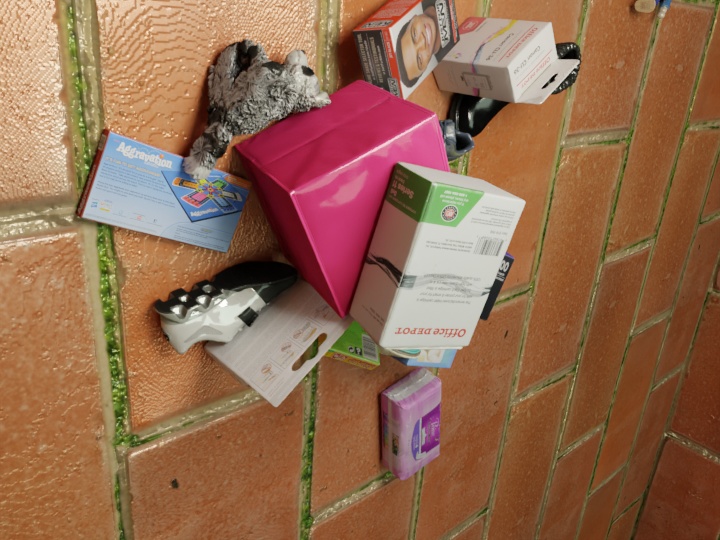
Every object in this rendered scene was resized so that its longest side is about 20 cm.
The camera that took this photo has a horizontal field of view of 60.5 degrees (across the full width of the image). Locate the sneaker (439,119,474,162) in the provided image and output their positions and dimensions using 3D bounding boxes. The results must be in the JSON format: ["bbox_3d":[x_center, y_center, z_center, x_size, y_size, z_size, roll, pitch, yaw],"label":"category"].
[{"bbox_3d":[0.104,-0.214,0.969,0.199,0.081,0.074,1,77,-49],"label":"sneaker"}]

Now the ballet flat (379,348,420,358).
[{"bbox_3d":[0.004,0.087,0.985,0.062,0.199,0.068,-50,-169,44],"label":"ballet flat"}]

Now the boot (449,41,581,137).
[{"bbox_3d":[0.256,-0.300,1.033,0.079,0.157,0.212,38,81,-47],"label":"boot"}]

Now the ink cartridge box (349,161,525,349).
[{"bbox_3d":[0.088,-0.012,0.736,0.146,0.083,0.201,6,112,-34],"label":"ink cartridge box"}]

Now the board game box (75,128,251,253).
[{"bbox_3d":[-0.232,-0.090,0.756,0.199,0.019,0.104,16,99,-47],"label":"board game box"}]

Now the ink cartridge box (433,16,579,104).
[{"bbox_3d":[0.220,-0.327,0.954,0.117,0.199,0.068,-47,135,-17],"label":"ink cartridge box"}]

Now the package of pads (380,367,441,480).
[{"bbox_3d":[0.102,0.305,1.236,0.120,0.075,0.201,-24,124,-34],"label":"package of pads"}]

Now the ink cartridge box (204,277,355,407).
[{"bbox_3d":[-0.104,0.093,0.837,0.163,0.199,0.057,-47,135,-17],"label":"ink cartridge box"}]

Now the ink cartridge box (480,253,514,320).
[{"bbox_3d":[0.231,-0.010,1.236,0.198,0.043,0.201,17,95,-47],"label":"ink cartridge box"}]

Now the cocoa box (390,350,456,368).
[{"bbox_3d":[0.109,0.053,1.079,0.133,0.131,0.201,12,100,-47],"label":"cocoa box"}]

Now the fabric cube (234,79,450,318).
[{"bbox_3d":[-0.013,-0.100,0.809,0.199,0.200,0.197,-32,129,-13],"label":"fabric cube"}]

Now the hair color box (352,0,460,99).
[{"bbox_3d":[0.071,-0.330,0.870,0.200,0.061,0.102,-53,140,-37],"label":"hair color box"}]

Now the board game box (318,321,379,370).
[{"bbox_3d":[-0.021,0.045,0.929,0.095,0.030,0.201,22,49,-31],"label":"board game box"}]

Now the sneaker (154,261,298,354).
[{"bbox_3d":[-0.175,0.050,0.845,0.199,0.074,0.089,-21,123,-25],"label":"sneaker"}]

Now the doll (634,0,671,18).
[{"bbox_3d":[0.662,-0.625,1.359,0.200,0.048,0.137,-39,123,-34],"label":"doll"}]

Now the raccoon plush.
[{"bbox_3d":[-0.131,-0.194,0.778,0.200,0.097,0.134,-50,149,13],"label":"raccoon plush"}]
